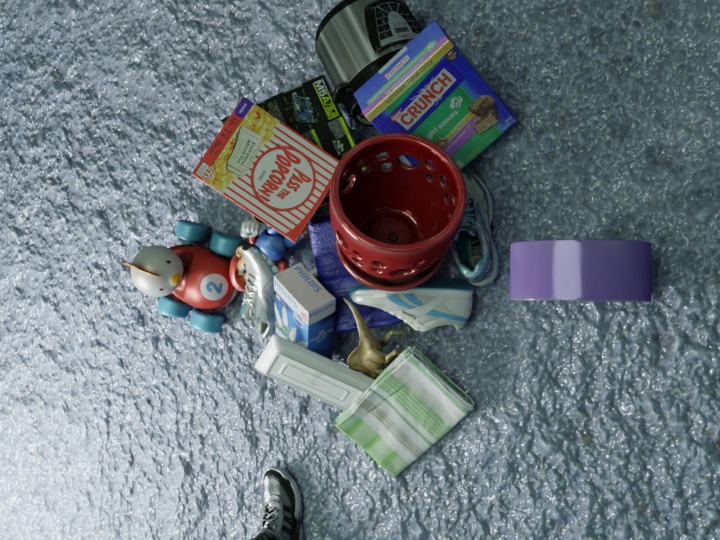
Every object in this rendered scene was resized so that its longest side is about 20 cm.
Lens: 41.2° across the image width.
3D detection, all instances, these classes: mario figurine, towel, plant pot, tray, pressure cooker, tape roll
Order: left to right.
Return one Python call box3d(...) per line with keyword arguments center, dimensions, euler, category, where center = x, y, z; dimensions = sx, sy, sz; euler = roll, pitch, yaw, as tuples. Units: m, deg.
box3d(center=(-0.165, -0.024, 1.707), dimensions=(0.200, 0.106, 0.124), euler=(-45, 73, 31), category="mario figurine")
box3d(center=(-0.076, 0.183, 1.618), dimensions=(0.200, 0.022, 0.107), euler=(25, 135, -8), category="tray")
box3d(center=(0.000, 0.000, 1.595), dimensions=(0.147, 0.050, 0.201), euler=(-12, 99, 4), category="towel")
box3d(center=(0.038, -0.332, 1.565), dimensions=(0.176, 0.179, 0.200), euler=(-32, 68, 18), category="pressure cooker")
box3d(center=(0.050, -0.080, 1.452), dimensions=(0.200, 0.183, 0.201), euler=(1, 67, -3), category="plant pot")
box3d(center=(0.070, 0.238, 1.578), dimensions=(0.149, 0.031, 0.200), euler=(43, 111, -3), category="towel")
box3d(center=(0.315, 0.002, 1.376), dimensions=(0.199, 0.200, 0.085), euler=(-1, 87, 30), category="tape roll")

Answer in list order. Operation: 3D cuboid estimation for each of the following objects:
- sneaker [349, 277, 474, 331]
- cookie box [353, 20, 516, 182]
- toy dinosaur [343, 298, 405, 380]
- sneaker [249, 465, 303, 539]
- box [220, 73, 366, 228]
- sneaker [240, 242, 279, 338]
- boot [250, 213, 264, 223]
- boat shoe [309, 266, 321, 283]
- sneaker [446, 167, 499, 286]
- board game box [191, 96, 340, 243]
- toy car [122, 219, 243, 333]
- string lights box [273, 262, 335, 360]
box3d(center=(0.081, 0.055, 1.546), dimensions=(0.199, 0.077, 0.081), euler=(4, 108, 1), category="sneaker")
box3d(center=(0.117, -0.252, 1.484), dimensions=(0.171, 0.200, 0.075), euler=(-41, 39, 13), category="cookie box")
box3d(center=(0.026, 0.134, 1.584), dimensions=(0.101, 0.058, 0.200), euler=(-9, 125, -2), category="toy dinosaur")
box3d(center=(-0.158, 0.451, 1.689), dimensions=(0.075, 0.114, 0.201), euler=(-13, 82, 29), category="sneaker")
box3d(center=(-0.107, -0.197, 1.597), dimensions=(0.193, 0.048, 0.200), euler=(-25, 90, -7), category="box")
box3d(center=(-0.175, 0.043, 1.661), dimensions=(0.087, 0.200, 0.075), euler=(-33, 38, -16), category="sneaker")
box3d(center=(-0.177, -0.180, 1.669), dimensions=(0.097, 0.074, 0.201), euler=(-2, 85, 64), category="boot")
box3d(center=(-0.035, 0.007, 1.660), dimensions=(0.199, 0.074, 0.068), euler=(-35, 88, 12), category="boat shoe")
box3d(center=(0.173, -0.077, 1.525), dimensions=(0.077, 0.086, 0.201), euler=(-19, 78, 20), category="sneaker")
box3d(center=(-0.146, -0.161, 1.548), dimensions=(0.200, 0.046, 0.152), euler=(33, 88, -2), category="board game box")
box3d(center=(-0.343, 0.008, 1.763), dimensions=(0.177, 0.200, 0.185), euler=(20, 99, 31), category="toy car")
box3d(center=(-0.096, 0.095, 1.630), dimensions=(0.103, 0.059, 0.200), euler=(44, 148, 32), category="string lights box")
